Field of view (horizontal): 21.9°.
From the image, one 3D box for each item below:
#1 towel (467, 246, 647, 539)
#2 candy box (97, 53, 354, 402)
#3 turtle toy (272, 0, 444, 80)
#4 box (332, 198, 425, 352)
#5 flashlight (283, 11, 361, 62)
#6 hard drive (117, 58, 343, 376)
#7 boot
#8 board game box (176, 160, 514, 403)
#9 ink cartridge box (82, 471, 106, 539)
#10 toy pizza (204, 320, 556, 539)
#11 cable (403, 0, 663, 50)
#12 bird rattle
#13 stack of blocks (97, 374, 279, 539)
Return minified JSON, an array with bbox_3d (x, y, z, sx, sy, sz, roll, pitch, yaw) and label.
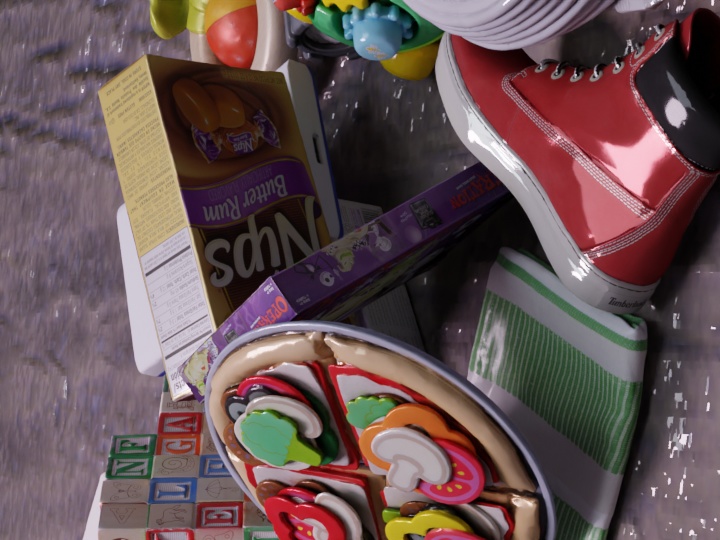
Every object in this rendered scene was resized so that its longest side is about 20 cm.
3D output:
[{"bbox_3d":[0.090,0.102,1.000,0.152,0.023,0.202,35,113,59],"label":"towel"},{"bbox_3d":[-0.077,-0.024,1.115,0.056,0.116,0.202,-28,70,40],"label":"candy box"},{"bbox_3d":[-0.013,-0.204,1.121,0.199,0.101,0.147,30,117,15],"label":"turtle toy"},{"bbox_3d":[0.011,0.043,1.146,0.039,0.041,0.201,-55,39,39],"label":"box"},{"bbox_3d":[-0.025,-0.243,1.261,0.068,0.067,0.202,-42,48,54],"label":"flashlight"},{"bbox_3d":[-0.092,-0.032,1.245,0.200,0.025,0.133,-36,54,39],"label":"hard drive"},{"bbox_3d":[0.120,-0.098,0.944,0.201,0.072,0.145,58,133,37],"label":"boot"},{"bbox_3d":[0.000,0.000,1.028,0.032,0.199,0.120,52,140,10],"label":"board game box"},{"bbox_3d":[-0.109,0.225,1.231,0.200,0.128,0.126,45,121,56],"label":"ink cartridge box"},{"bbox_3d":[0.004,0.107,0.957,0.200,0.200,0.032,-43,11,50],"label":"toy pizza"},{"bbox_3d":[0.073,-0.211,0.926,0.199,0.069,0.202,-17,76,51],"label":"cable"},{"bbox_3d":[-0.094,-0.158,1.319,0.163,0.112,0.202,-39,51,55],"label":"bird rattle"},{"bbox_3d":[-0.100,0.134,1.174,0.200,0.114,0.059,-95,4,-66],"label":"stack of blocks"}]
